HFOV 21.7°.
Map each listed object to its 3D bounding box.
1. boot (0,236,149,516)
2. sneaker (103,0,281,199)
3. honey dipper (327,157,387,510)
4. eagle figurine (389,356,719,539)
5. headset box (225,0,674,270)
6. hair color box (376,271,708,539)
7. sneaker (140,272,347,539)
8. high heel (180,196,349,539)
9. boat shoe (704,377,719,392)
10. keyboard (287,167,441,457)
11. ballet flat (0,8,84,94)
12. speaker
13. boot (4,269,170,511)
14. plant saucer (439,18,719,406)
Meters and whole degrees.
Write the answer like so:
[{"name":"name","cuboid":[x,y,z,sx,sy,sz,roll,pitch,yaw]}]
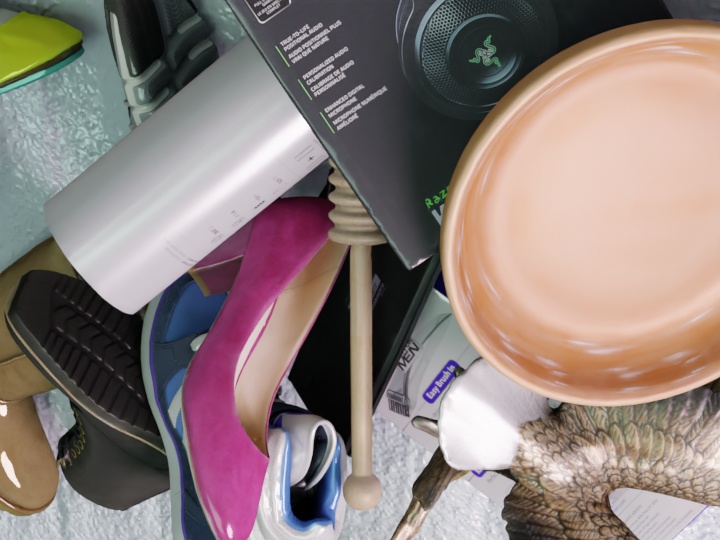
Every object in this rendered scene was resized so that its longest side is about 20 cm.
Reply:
[{"name":"boot","cuboid":[-0.211,0.075,1.280,0.200,0.066,0.175,-22,109,38]},{"name":"sneaker","cuboid":[-0.130,-0.078,1.118,0.115,0.075,0.201,-5,118,39]},{"name":"honey dipper","cuboid":[0.001,0.036,1.040,0.038,0.038,0.201,5,101,28]},{"name":"eagle figurine","cuboid":[0.132,0.116,0.972,0.200,0.151,0.152,29,129,25]},{"name":"headset box","cuboid":[0.036,-0.136,0.907,0.174,0.093,0.200,-33,103,5]},{"name":"hair color box","cuboid":[0.105,0.084,1.094,0.200,0.065,0.109,37,134,2]},{"name":"sneaker","cuboid":[-0.058,0.082,1.113,0.146,0.080,0.201,-25,67,49]},{"name":"high heel","cuboid":[-0.044,0.052,1.032,0.095,0.201,0.067,-9,148,12]},{"name":"boat shoe","cuboid":[0.122,-0.006,1.022,0.201,0.072,0.066,50,153,-8]},{"name":"keyboard","cuboid":[0.000,0.000,1.086,0.127,0.021,0.200,56,135,37]},{"name":"ballet flat","cuboid":[-0.255,-0.130,1.163,0.199,0.067,0.067,-16,110,40]},{"name":"speaker","cuboid":[-0.075,-0.065,1.022,0.200,0.081,0.081,-39,99,9]},{"name":"boot","cuboid":[-0.178,0.091,1.205,0.138,0.078,0.200,-24,124,39]},{"name":"plant saucer","cuboid":[0.131,-0.028,0.880,0.199,0.037,0.201,-7,122,-11]}]
